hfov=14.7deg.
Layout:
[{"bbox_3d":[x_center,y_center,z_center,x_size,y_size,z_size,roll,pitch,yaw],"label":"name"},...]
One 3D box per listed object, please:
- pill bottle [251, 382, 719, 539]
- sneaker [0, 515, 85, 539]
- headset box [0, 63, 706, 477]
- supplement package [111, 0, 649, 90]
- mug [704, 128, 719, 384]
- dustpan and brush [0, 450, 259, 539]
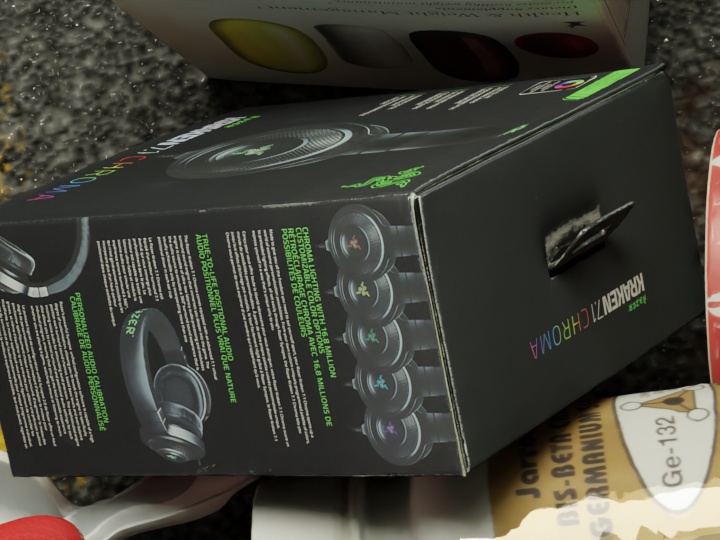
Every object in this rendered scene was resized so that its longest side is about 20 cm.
[{"bbox_3d":[0.068,0.101,0.925,0.198,0.115,0.115,-8,52,6],"label":"pill bottle"},{"bbox_3d":[-0.178,0.104,0.920,0.199,0.077,0.085,-18,65,24],"label":"sneaker"},{"bbox_3d":[0.000,0.000,0.940,0.199,0.093,0.174,-3,15,36],"label":"headset box"},{"bbox_3d":[0.012,-0.157,1.051,0.190,0.200,0.148,3,84,12],"label":"supplement package"},{"bbox_3d":[0.228,-0.012,0.991,0.198,0.134,0.178,-2,41,13],"label":"mug"},{"bbox_3d":[-0.119,0.105,0.965,0.199,0.057,0.140,-18,53,7],"label":"dustpan and brush"}]
